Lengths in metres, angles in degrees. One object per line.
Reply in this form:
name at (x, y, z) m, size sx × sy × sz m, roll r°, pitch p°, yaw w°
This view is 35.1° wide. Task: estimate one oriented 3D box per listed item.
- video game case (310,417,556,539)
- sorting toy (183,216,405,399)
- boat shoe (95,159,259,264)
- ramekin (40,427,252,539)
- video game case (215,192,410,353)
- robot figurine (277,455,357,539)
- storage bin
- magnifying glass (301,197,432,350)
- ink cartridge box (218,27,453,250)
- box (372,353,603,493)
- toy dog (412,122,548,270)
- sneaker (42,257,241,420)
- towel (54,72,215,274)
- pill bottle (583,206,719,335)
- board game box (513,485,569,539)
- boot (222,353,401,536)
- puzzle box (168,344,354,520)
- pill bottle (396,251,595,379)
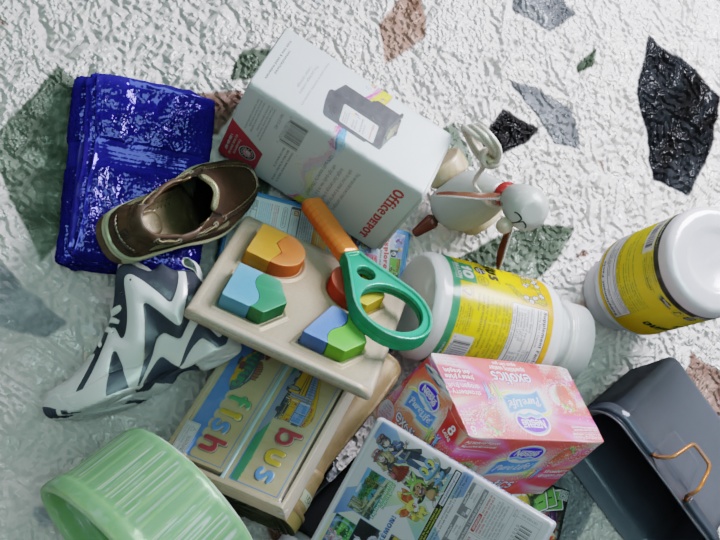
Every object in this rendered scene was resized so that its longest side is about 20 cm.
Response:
video game case at (0.045, 0.261, 0.998) m, size 0.182 × 0.022 × 0.201 m, roll 29°, pitch 91°, yaw 18°
sorting toy at (-0.052, 0.025, 1.082) m, size 0.184 × 0.037 × 0.200 m, roll 24°, pitch 32°, yaw 0°
boat shoe at (-0.155, -0.061, 1.086) m, size 0.202 × 0.075 × 0.075 m, roll -37°, pitch 100°, yaw -48°
ramekin at (-0.183, 0.237, 1.015) m, size 0.098 × 0.200 × 0.200 m, roll -41°, pitch 93°, yaw -28°
video game case at (-0.052, 0.005, 1.192) m, size 0.199 × 0.018 × 0.144 m, roll 14°, pitch 75°, yaw -14°
robot figurine at (0.003, 0.260, 1.107) m, size 0.200 × 0.150 × 0.125 m, roll -44°, pitch 136°, yaw -21°
storage bin at (0.328, 0.194, 1.221) m, size 0.134 × 0.145 × 0.200 m, roll -39°, pitch 93°, yaw -30°
magnifying glass at (0.000, 0.000, 1.101) m, size 0.079 × 0.022 × 0.200 m, roll -8°, pitch 46°, yaw -37°
ink cartridge box at (-0.027, -0.127, 1.148) m, size 0.199 × 0.146 × 0.083 m, roll 32°, pitch 61°, yaw -6°
box at (0.126, 0.152, 1.109) m, size 0.199 × 0.103 × 0.095 m, roll 10°, pitch 44°, yaw -41°
toy dog at (0.110, -0.062, 1.168) m, size 0.096 × 0.200 × 0.132 m, roll -42°, pitch 89°, yaw -7°
sneaker at (-0.224, 0.055, 1.085) m, size 0.198 × 0.079 × 0.130 m, roll -26°, pitch 74°, yaw 11°
towel at (-0.223, -0.094, 1.140) m, size 0.147 × 0.050 × 0.201 m, roll 7°, pitch 78°, yaw -16°
pill bottle at (0.322, 0.008, 1.213) m, size 0.112 × 0.200 × 0.113 m, roll 3°, pitch 79°, yaw -16°
board game box at (0.150, 0.314, 1.195) m, size 0.104 × 0.023 × 0.201 m, roll 18°, pitch 74°, yaw -11°
boot at (-0.079, 0.147, 1.120) m, size 0.174 × 0.066 × 0.200 m, roll 20°, pitch 57°, yaw 21°
puzzle box at (-0.083, 0.125, 1.079) m, size 0.132 × 0.025 × 0.200 m, roll 18°, pitch 56°, yaw 17°
pill bottle at (0.141, 0.056, 1.188) m, size 0.199 × 0.113 × 0.113 m, roll 14°, pitch 75°, yaw -22°
